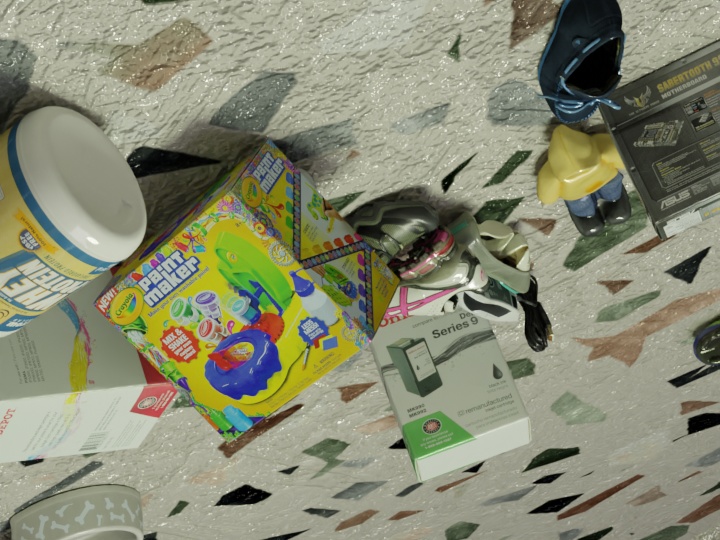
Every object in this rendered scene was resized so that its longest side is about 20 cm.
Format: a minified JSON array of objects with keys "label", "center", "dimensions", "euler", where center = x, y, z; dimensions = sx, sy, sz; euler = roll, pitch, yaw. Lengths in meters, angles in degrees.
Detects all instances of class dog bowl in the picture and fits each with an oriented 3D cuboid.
[{"label":"dog bowl","center":[-0.382,0.358,2.230],"dimensions":[0.199,0.059,0.200],"euler":[-18,155,-9]}]

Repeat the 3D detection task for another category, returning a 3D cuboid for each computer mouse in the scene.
[{"label":"computer mouse","center":[0.154,0.029,1.966],"dimensions":[0.044,0.110,0.200],"euler":[-34,143,27]}]

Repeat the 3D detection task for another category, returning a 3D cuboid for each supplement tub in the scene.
[{"label":"supplement tub","center":[-0.297,-0.032,1.416],"dimensions":[0.200,0.145,0.144],"euler":[-32,153,21]}]

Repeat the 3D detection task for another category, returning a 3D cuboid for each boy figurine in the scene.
[{"label":"boy figurine","center":[0.248,-0.104,1.799],"dimensions":[0.124,0.065,0.200],"euler":[-22,158,8]}]

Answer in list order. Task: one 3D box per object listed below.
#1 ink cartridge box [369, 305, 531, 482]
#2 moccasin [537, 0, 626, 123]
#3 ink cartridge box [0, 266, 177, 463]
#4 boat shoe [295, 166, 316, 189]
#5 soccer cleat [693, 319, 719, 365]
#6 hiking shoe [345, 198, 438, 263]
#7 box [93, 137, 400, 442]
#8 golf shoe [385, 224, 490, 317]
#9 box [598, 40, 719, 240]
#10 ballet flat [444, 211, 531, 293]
[{"label":"ink cartridge box","center":[0.101,0.129,1.986],"dimensions":[0.145,0.201,0.084],"euler":[-20,152,-2]},{"label":"moccasin","center":[0.211,-0.190,1.591],"dimensions":[0.080,0.068,0.200],"euler":[-19,155,-4]},{"label":"ink cartridge box","center":[-0.306,0.094,1.659],"dimensions":[0.199,0.145,0.145],"euler":[-4,150,-33]},{"label":"boat shoe","center":[-0.097,-0.036,1.672],"dimensions":[0.200,0.071,0.070],"euler":[-55,172,35]},{"label":"soccer cleat","center":[0.575,0.072,2.430],"dimensions":[0.200,0.065,0.084],"euler":[-30,-176,8]},{"label":"hiking shoe","center":[0.000,0.000,1.765],"dimensions":[0.199,0.101,0.076],"euler":[-26,155,9]},{"label":"box","center":[-0.107,0.020,1.585],"dimensions":[0.200,0.193,0.122],"euler":[-37,-167,30]},{"label":"golf shoe","center":[0.059,0.026,1.835],"dimensions":[0.200,0.092,0.073],"euler":[-30,-157,51]},{"label":"box","center":[0.361,-0.144,1.694],"dimensions":[0.199,0.159,0.048],"euler":[-26,153,8]},{"label":"ballet flat","center":[0.159,-0.021,1.894],"dimensions":[0.064,0.068,0.200],"euler":[-41,150,19]}]
